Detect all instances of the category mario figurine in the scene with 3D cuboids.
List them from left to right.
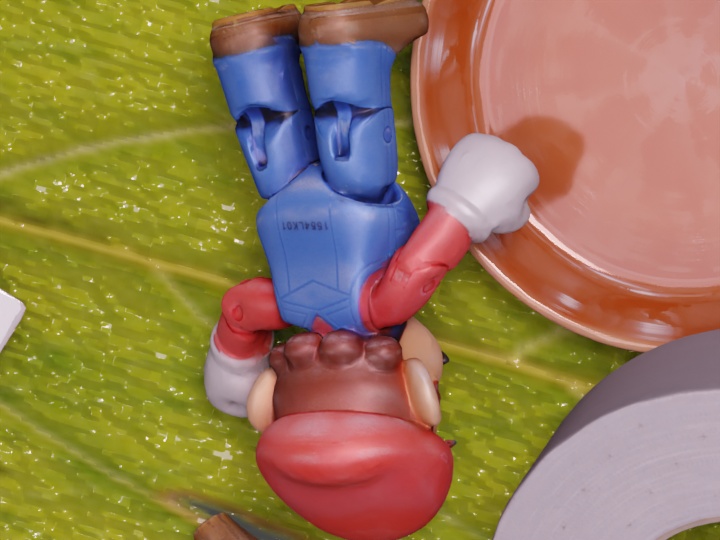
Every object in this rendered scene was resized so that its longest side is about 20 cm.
[{"bbox_3d":[0.000,0.000,1.074,0.106,0.123,0.200,-9,97,-21],"label":"mario figurine"}]

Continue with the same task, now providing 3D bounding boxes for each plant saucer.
[{"bbox_3d":[0.119,-0.069,1.070,0.200,0.032,0.200,1,95,10],"label":"plant saucer"}]

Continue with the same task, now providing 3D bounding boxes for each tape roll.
[{"bbox_3d":[0.145,0.123,1.043,0.200,0.066,0.200,7,111,18],"label":"tape roll"}]

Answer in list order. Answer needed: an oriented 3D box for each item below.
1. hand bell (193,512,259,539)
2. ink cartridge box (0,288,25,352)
[{"bbox_3d":[0.000,0.172,1.095,0.104,0.104,0.200,-40,70,12],"label":"hand bell"},{"bbox_3d":[-0.249,0.022,1.144,0.200,0.047,0.160,32,100,0],"label":"ink cartridge box"}]
